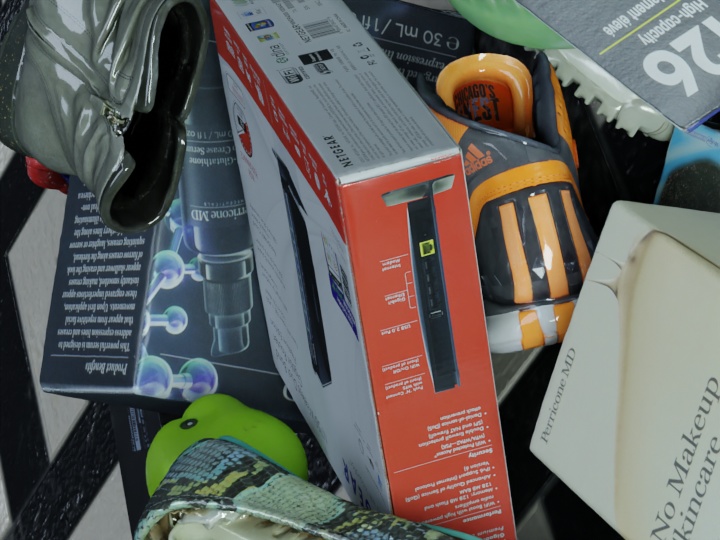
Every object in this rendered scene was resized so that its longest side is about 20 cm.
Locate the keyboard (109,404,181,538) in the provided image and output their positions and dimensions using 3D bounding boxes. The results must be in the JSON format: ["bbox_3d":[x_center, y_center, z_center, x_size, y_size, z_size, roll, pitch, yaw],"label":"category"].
[{"bbox_3d":[-0.099,0.070,1.462,0.127,0.021,0.200,-16,83,65],"label":"keyboard"}]

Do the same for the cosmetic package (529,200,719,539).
[{"bbox_3d":[0.145,0.062,0.955,0.200,0.073,0.104,40,117,55],"label":"cosmetic package"}]

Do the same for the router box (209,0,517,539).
[{"bbox_3d":[0.000,0.000,1.144,0.200,0.049,0.180,-124,22,-61],"label":"router box"}]

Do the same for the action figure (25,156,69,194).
[{"bbox_3d":[-0.101,-0.051,1.527,0.200,0.099,0.065,22,97,38],"label":"action figure"}]

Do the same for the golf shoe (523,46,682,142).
[{"bbox_3d":[0.107,-0.140,1.168,0.097,0.078,0.200,-48,42,34],"label":"golf shoe"}]

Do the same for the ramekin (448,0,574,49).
[{"bbox_3d":[0.084,-0.195,1.115,0.200,0.098,0.200,-21,50,27],"label":"ramekin"}]

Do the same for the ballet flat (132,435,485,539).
[{"bbox_3d":[-0.005,0.122,1.063,0.200,0.074,0.074,18,96,40],"label":"ballet flat"}]

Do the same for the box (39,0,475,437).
[{"bbox_3d":[-0.047,-0.031,1.323,0.107,0.148,0.200,-1,80,61],"label":"box"}]

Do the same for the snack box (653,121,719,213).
[{"bbox_3d":[0.164,0.025,1.043,0.200,0.037,0.116,32,110,59],"label":"snack box"}]

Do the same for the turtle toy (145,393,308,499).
[{"bbox_3d":[-0.031,0.140,1.175,0.200,0.146,0.101,56,140,37],"label":"turtle toy"}]

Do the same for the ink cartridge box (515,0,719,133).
[{"bbox_3d":[0.138,-0.122,0.975,0.198,0.200,0.047,-36,21,51],"label":"ink cartridge box"}]

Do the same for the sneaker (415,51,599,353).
[{"bbox_3d":[0.058,-0.031,1.152,0.200,0.077,0.112,-178,76,-79],"label":"sneaker"}]

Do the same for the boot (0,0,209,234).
[{"bbox_3d":[-0.098,-0.124,1.241,0.131,0.068,0.200,28,112,55],"label":"boot"}]
